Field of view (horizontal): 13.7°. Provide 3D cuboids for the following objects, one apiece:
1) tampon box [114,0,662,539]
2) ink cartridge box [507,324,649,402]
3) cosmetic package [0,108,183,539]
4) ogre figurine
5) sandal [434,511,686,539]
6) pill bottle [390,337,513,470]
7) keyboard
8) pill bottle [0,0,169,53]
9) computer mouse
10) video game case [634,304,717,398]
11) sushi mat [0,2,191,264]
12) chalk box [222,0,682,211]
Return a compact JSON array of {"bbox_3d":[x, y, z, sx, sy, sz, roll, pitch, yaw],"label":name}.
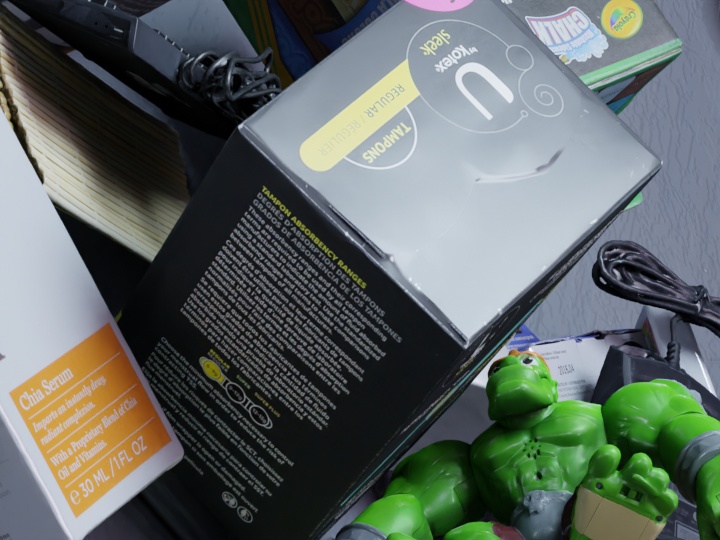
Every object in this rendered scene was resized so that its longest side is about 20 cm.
[{"bbox_3d":[0.000,0.000,1.238,0.126,0.200,0.150,44,50,6],"label":"tampon box"},{"bbox_3d":[0.112,0.108,1.540,0.136,0.076,0.201,-4,74,-60],"label":"ink cartridge box"},{"bbox_3d":[-0.160,0.014,1.160,0.201,0.071,0.101,62,29,-6],"label":"cosmetic package"},{"bbox_3d":[0.074,0.097,1.258,0.098,0.200,0.120,49,19,-15],"label":"ogre figurine"},{"bbox_3d":[0.098,0.139,1.401,0.045,0.199,0.076,16,92,-49],"label":"sandal"},{"bbox_3d":[0.021,-0.012,1.444,0.109,0.109,0.201,32,43,-45],"label":"pill bottle"},{"bbox_3d":[-0.073,-0.091,1.286,0.040,0.104,0.200,-64,159,-3],"label":"keyboard"},{"bbox_3d":[-0.091,-0.177,1.287,0.116,0.199,0.117,40,38,-40],"label":"pill bottle"},{"bbox_3d":[0.168,0.089,1.499,0.140,0.046,0.201,22,47,-25],"label":"computer mouse"},{"bbox_3d":[0.192,0.121,1.631,0.182,0.024,0.201,82,-11,-80],"label":"video game case"},{"bbox_3d":[-0.111,-0.050,1.293,0.200,0.012,0.096,37,34,-67],"label":"sushi mat"},{"bbox_3d":[0.050,-0.100,1.362,0.124,0.124,0.201,-21,76,-44],"label":"chalk box"}]
